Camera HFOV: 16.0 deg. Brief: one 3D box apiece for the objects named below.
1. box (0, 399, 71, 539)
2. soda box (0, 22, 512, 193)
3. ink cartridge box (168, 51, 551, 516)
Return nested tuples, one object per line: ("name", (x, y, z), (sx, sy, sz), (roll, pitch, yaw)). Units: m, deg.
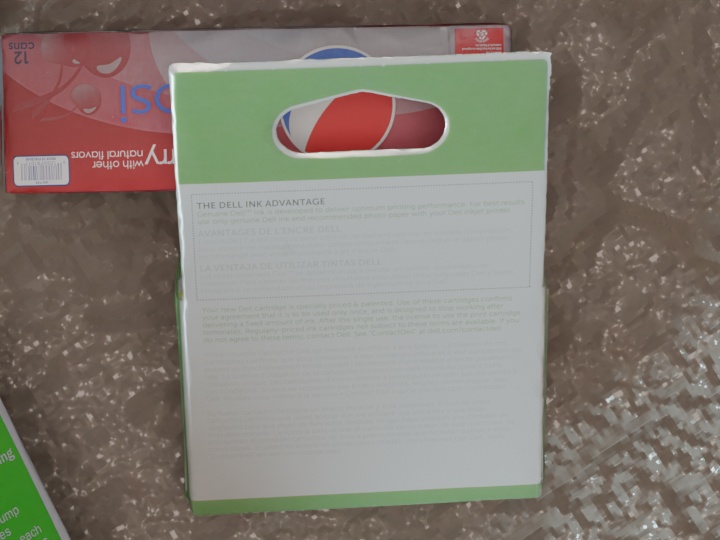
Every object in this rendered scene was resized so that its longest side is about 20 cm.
("box", (-0.206, 0.142, 0.956), (0.200, 0.096, 0.177), (-29, 96, -42))
("soda box", (-0.041, -0.064, 1.011), (0.198, 0.070, 0.064), (-1, 93, -3))
("ink cartridge box", (0.000, 0.000, 0.990), (0.144, 0.048, 0.201), (-2, 119, -2))
